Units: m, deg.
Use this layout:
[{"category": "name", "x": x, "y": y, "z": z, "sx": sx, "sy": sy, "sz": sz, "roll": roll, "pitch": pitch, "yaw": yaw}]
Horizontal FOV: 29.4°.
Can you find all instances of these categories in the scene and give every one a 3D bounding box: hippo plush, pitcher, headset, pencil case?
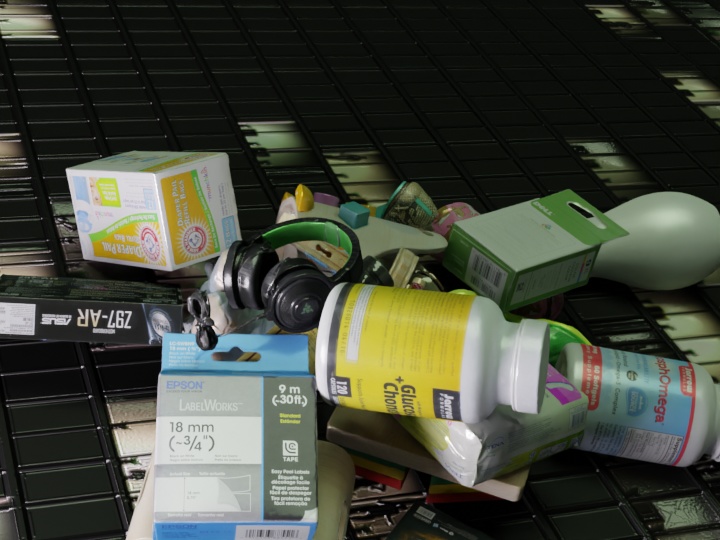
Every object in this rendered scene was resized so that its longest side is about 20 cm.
[{"category": "hippo plush", "x": -0.104, "y": 0.080, "z": 1.435, "sx": 0.159, "sy": 0.161, "sz": 0.200, "roll": 23, "pitch": -12, "yaw": -10}, {"category": "pitcher", "x": 0.347, "y": -0.041, "z": 1.749, "sx": 0.196, "sy": 0.123, "sz": 0.172, "roll": -5, "pitch": 18, "yaw": -2}, {"category": "headset", "x": -0.085, "y": 0.004, "z": 1.292, "sx": 0.122, "sy": 0.095, "sz": 0.200, "roll": 21, "pitch": 48, "yaw": 35}, {"category": "pencil case", "x": 0.157, "y": -0.001, "z": 1.647, "sx": 0.086, "sy": 0.084, "sz": 0.200, "roll": 7, "pitch": 27, "yaw": -40}]

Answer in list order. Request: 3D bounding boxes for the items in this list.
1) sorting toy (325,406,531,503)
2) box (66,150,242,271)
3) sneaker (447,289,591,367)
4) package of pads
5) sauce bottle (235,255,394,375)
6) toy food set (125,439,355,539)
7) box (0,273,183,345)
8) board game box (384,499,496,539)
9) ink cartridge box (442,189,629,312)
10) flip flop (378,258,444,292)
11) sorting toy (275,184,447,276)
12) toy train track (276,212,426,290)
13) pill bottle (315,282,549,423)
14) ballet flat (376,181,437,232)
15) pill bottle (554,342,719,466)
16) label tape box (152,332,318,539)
[{"category": "sorting toy", "x": 0.083, "y": 0.157, "z": 1.394, "sx": 0.196, "sy": 0.070, "sz": 0.200, "roll": 17, "pitch": 32, "yaw": 10}, {"category": "box", "x": -0.235, "y": -0.071, "z": 1.558, "sx": 0.100, "sy": 0.114, "sz": 0.199, "roll": -19, "pitch": 16, "yaw": -38}, {"category": "sneaker", "x": 0.171, "y": 0.091, "z": 1.525, "sx": 0.197, "sy": 0.074, "sz": 0.084, "roll": 19, "pitch": 56, "yaw": -5}, {"category": "package of pads", "x": 0.103, "y": 0.113, "z": 1.337, "sx": 0.153, "sy": 0.069, "sz": 0.200, "roll": -15, "pitch": 39, "yaw": -34}, {"category": "sauce bottle", "x": -0.049, "y": 0.066, "z": 1.333, "sx": 0.199, "sy": 0.066, "sz": 0.066, "roll": -41, "pitch": 50, "yaw": -13}, {"category": "toy food set", "x": -0.109, "y": 0.219, "z": 1.268, "sx": 0.197, "sy": 0.061, "sz": 0.145, "roll": 10, "pitch": 44, "yaw": 2}, {"category": "box", "x": -0.286, "y": 0.040, "z": 1.439, "sx": 0.197, "sy": 0.044, "sz": 0.160, "roll": 3, "pitch": 7, "yaw": -10}, {"category": "board game box", "x": 0.104, "y": 0.293, "z": 1.226, "sx": 0.198, "sy": 0.029, "sz": 0.135, "roll": 24, "pitch": 35, "yaw": 20}, {"category": "ink cartridge box", "x": 0.201, "y": -0.025, "z": 1.560, "sx": 0.198, "sy": 0.060, "sz": 0.104, "roll": -17, "pitch": 43, "yaw": -39}, {"category": "flip flop", "x": 0.070, "y": 0.035, "z": 1.591, "sx": 0.080, "sy": 0.058, "sz": 0.201, "roll": 0, "pitch": 34, "yaw": -15}, {"category": "sorting toy", "x": 0.000, "y": -0.032, "z": 1.550, "sx": 0.177, "sy": 0.109, "sz": 0.200, "roll": 4, "pitch": -3, "yaw": -13}, {"category": "toy train track", "x": 0.000, "y": 0.000, "z": 1.431, "sx": 0.198, "sy": 0.033, "sz": 0.116, "roll": 32, "pitch": 64, "yaw": -10}, {"category": "pill bottle", "x": 0.066, "y": 0.075, "z": 1.225, "sx": 0.197, "sy": 0.114, "sz": 0.112, "roll": 6, "pitch": 31, "yaw": 13}, {"category": "ballet flat", "x": 0.047, "y": -0.051, "z": 1.664, "sx": 0.075, "sy": 0.200, "sz": 0.068, "roll": 40, "pitch": 72, "yaw": -4}, {"category": "pill bottle", "x": 0.301, "y": 0.144, "z": 1.436, "sx": 0.197, "sy": 0.110, "sz": 0.109, "roll": 9, "pitch": 32, "yaw": -1}, {"category": "label tape box", "x": -0.112, "y": 0.136, "z": 1.221, "sx": 0.142, "sy": 0.064, "sz": 0.203, "roll": 1, "pitch": 63, "yaw": -7}]
